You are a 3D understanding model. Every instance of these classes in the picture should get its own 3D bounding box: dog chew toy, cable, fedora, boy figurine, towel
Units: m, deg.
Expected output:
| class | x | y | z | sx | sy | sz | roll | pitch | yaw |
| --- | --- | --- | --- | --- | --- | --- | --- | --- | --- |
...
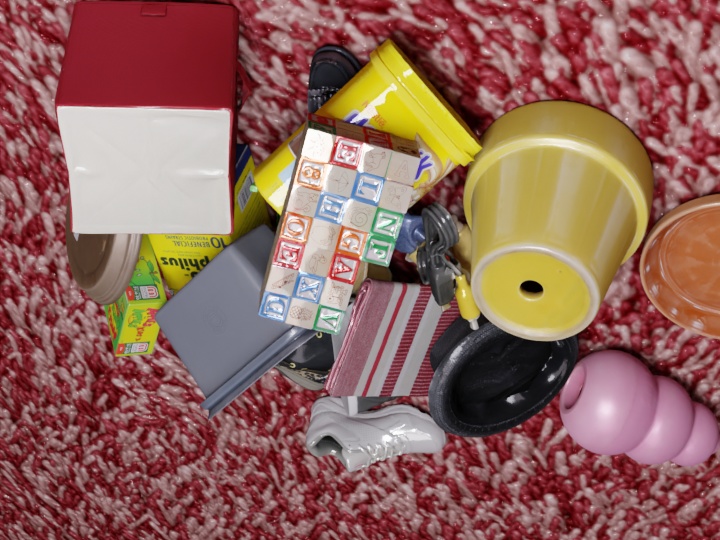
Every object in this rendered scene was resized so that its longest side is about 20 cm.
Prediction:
| class | x | y | z | sx | sy | sz | roll | pitch | yaw |
| --- | --- | --- | --- | --- | --- | --- | --- | --- | --- |
| dog chew toy | 0.341 | 0.175 | 1.450 | 0.198 | 0.125 | 0.125 | 22 | 137 | -11 |
| cable | 0.090 | -0.022 | 1.275 | 0.050 | 0.097 | 0.201 | -24 | 144 | -11 |
| fedora | 0.154 | 0.101 | 1.423 | 0.199 | 0.092 | 0.202 | -15 | 128 | -19 |
| boy figurine | 0.098 | -0.028 | 1.380 | 0.199 | 0.065 | 0.124 | 26 | 153 | -6 |
| towel | 0.055 | 0.080 | 1.413 | 0.023 | 0.199 | 0.145 | 36 | 112 | 42 |

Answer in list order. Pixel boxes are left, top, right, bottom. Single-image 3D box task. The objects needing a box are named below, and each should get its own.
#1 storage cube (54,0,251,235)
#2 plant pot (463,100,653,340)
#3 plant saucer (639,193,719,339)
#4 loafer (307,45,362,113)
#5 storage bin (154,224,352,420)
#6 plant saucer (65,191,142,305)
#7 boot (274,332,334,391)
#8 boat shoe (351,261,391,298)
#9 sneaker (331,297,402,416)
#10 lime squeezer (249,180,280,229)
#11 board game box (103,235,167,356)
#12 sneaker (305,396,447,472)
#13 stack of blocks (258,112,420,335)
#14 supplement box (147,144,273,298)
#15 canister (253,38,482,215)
| class | x | y | z | sx | sy | sz | roll | pitch | yaw |
| --- | --- | --- | --- | --- | --- | --- | --- | --- | --- |
| storage cube | -0.214 | -0.159 | 1.265 | 0.198 | 0.181 | 0.172 | 1 | 135 | -5 |
| plant pot | 0.193 | -0.039 | 1.248 | 0.199 | 0.190 | 0.202 | 11 | 135 | 12 |
| plant saucer | 0.405 | -0.005 | 1.312 | 0.198 | 0.032 | 0.202 | 11 | 136 | 11 |
| loafer | -0.018 | -0.144 | 1.318 | 0.071 | 0.063 | 0.201 | 4 | 133 | 17 |
| storage bin | -0.125 | 0.046 | 1.356 | 0.200 | 0.145 | 0.135 | -38 | 90 | 35 |
| plant saucer | -0.302 | -0.061 | 1.408 | 0.029 | 0.202 | 0.200 | 3 | 146 | -33 |
| boot | -0.073 | 0.070 | 1.530 | 0.203 | 0.074 | 0.153 | 31 | 135 | -31 |
| boat shoe | 0.000 | 0.000 | 1.413 | 0.075 | 0.072 | 0.200 | 8 | 172 | -6 |
| sneaker | 0.022 | 0.092 | 1.457 | 0.098 | 0.071 | 0.201 | -16 | 139 | -12 |
| lime squeezer | -0.100 | -0.097 | 1.375 | 0.037 | 0.071 | 0.200 | 29 | 171 | 10 |
| board game box | -0.285 | -0.009 | 1.460 | 0.047 | 0.201 | 0.102 | -4 | 143 | -25 |
| sneaker | 0.017 | 0.236 | 1.642 | 0.198 | 0.100 | 0.078 | 2 | 133 | 19 |
| stack of blocks | -0.023 | -0.041 | 1.208 | 0.114 | 0.059 | 0.202 | 14 | 110 | -8 |
| supplement box | -0.175 | -0.040 | 1.446 | 0.108 | 0.110 | 0.201 | 3 | 133 | 19 |
| canister | 0.005 | -0.116 | 1.257 | 0.200 | 0.087 | 0.149 | -41 | 109 | 12 |
